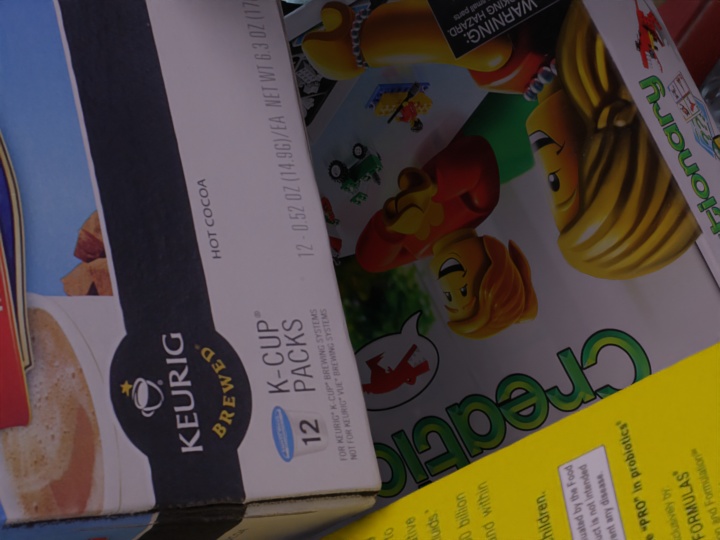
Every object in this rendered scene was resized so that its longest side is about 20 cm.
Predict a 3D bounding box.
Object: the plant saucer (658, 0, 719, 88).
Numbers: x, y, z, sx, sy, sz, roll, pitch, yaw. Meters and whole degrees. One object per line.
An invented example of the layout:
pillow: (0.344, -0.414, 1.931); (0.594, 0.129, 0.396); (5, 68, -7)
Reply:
plant saucer: (0.009, -0.032, 0.888); (0.200, 0.037, 0.200); (5, 50, 47)

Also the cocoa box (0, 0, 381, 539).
cocoa box: (-0.111, 0.022, 0.673); (0.200, 0.131, 0.134); (-32, 65, 52)

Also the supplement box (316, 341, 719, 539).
supplement box: (0.040, 0.114, 0.604); (0.200, 0.109, 0.110); (-28, 33, 13)

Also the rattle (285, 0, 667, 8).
rattle: (0.092, -0.071, 0.774); (0.200, 0.130, 0.143); (5, 57, 42)

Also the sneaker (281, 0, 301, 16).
sneaker: (0.040, -0.113, 0.872); (0.201, 0.067, 0.108); (-16, 33, 28)

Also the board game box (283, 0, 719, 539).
board game box: (0.000, 0.000, 0.742); (0.200, 0.126, 0.035); (-29, -2, 34)
